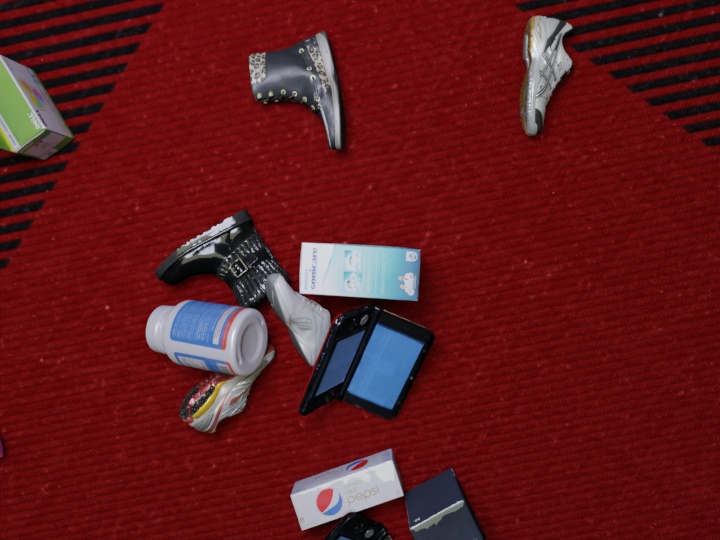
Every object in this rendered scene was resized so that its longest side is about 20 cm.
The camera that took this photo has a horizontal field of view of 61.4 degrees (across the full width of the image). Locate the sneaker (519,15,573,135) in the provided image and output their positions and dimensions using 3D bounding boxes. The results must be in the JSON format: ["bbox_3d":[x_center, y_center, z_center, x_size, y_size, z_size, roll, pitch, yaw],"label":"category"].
[{"bbox_3d":[0.326,-0.337,1.050,0.085,0.076,0.207,4,93,1],"label":"sneaker"}]

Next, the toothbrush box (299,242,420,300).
[{"bbox_3d":[0.000,0.000,1.037,0.194,0.146,0.088,2,92,2],"label":"toothbrush box"}]

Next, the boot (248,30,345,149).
[{"bbox_3d":[-0.109,-0.302,1.064,0.149,0.073,0.210,-10,86,4],"label":"boot"}]

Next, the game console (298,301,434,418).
[{"bbox_3d":[0.010,0.171,1.024,0.118,0.171,0.204,34,115,24],"label":"game console"}]

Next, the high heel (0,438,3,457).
[{"bbox_3d":[-0.752,0.356,1.108,0.198,0.067,0.097,-37,81,-11],"label":"high heel"}]

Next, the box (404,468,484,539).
[{"bbox_3d":[0.167,0.480,1.051,0.105,0.148,0.204,-27,92,2],"label":"box"}]

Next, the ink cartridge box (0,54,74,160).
[{"bbox_3d":[-0.591,-0.278,1.010,0.075,0.200,0.150,-32,92,2],"label":"ink cartridge box"}]

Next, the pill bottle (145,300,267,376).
[{"bbox_3d":[-0.268,0.111,1.044,0.195,0.112,0.116,6,93,23],"label":"pill bottle"}]

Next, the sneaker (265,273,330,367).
[{"bbox_3d":[-0.102,0.074,1.056,0.079,0.070,0.203,-35,128,-13],"label":"sneaker"}]

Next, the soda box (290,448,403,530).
[{"bbox_3d":[-0.024,0.394,1.094,0.195,0.064,0.070,-20,92,3],"label":"soda box"}]

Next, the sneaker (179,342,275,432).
[{"bbox_3d":[-0.230,0.207,1.094,0.199,0.078,0.083,-43,127,-6],"label":"sneaker"}]

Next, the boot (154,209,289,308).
[{"bbox_3d":[-0.245,0.010,1.075,0.208,0.079,0.160,-30,91,2],"label":"boot"}]

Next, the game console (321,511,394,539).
[{"bbox_3d":[-0.016,0.556,1.068,0.200,0.119,0.172,-47,133,2],"label":"game console"}]
